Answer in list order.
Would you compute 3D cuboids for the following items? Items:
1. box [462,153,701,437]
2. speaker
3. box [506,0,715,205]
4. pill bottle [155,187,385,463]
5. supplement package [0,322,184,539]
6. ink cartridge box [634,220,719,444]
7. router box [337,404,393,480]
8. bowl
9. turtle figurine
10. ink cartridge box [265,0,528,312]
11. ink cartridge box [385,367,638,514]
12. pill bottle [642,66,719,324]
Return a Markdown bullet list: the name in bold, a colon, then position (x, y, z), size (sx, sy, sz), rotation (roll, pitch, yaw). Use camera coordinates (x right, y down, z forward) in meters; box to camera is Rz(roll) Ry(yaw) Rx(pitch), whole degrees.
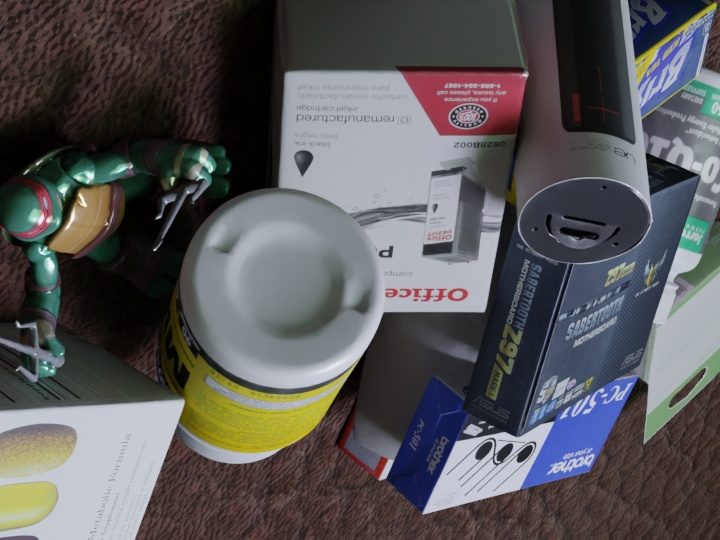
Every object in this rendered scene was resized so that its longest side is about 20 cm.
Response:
- **box**: position (0.156, 0.013, 1.292), size (0.200, 0.051, 0.158), rotation (-21, 131, -56)
- **speaker**: position (0.131, -0.103, 1.148), size (0.081, 0.081, 0.200), rotation (86, 4, -51)
- **box**: position (0.155, -0.129, 1.280), size (0.200, 0.064, 0.070), rotation (-37, 149, -31)
- **pill bottle**: position (-0.060, 0.041, 1.093), size (0.114, 0.114, 0.200), rotation (-40, 171, -24)
- **supplement package**: position (-0.212, 0.100, 1.022), size (0.200, 0.109, 0.114), rotation (1, 113, -58)
- **ink cartridge box**: position (0.321, 0.064, 1.885), size (0.145, 0.048, 0.200), rotation (-39, 149, -26)
- **router box**: position (0.089, 0.071, 1.533), size (0.200, 0.049, 0.180), rotation (-7, 127, -54)
- **bowl**: position (0.100, 0.054, 1.401), size (0.199, 0.075, 0.201), rotation (-18, 133, -40)
- **turtle figurine**: position (-0.142, -0.026, 1.013), size (0.150, 0.101, 0.200), rotation (-46, 171, 17)
- **ink cartridge box**: position (0.017, -0.069, 1.151), size (0.146, 0.083, 0.200), rotation (0, 135, -6)
- **ink cartridge box**: position (0.114, 0.113, 1.367), size (0.200, 0.044, 0.094), rotation (-7, 128, -47)
- **pill bottle**: position (0.231, -0.067, 1.487), size (0.113, 0.113, 0.201), rotation (8, 102, -59)
